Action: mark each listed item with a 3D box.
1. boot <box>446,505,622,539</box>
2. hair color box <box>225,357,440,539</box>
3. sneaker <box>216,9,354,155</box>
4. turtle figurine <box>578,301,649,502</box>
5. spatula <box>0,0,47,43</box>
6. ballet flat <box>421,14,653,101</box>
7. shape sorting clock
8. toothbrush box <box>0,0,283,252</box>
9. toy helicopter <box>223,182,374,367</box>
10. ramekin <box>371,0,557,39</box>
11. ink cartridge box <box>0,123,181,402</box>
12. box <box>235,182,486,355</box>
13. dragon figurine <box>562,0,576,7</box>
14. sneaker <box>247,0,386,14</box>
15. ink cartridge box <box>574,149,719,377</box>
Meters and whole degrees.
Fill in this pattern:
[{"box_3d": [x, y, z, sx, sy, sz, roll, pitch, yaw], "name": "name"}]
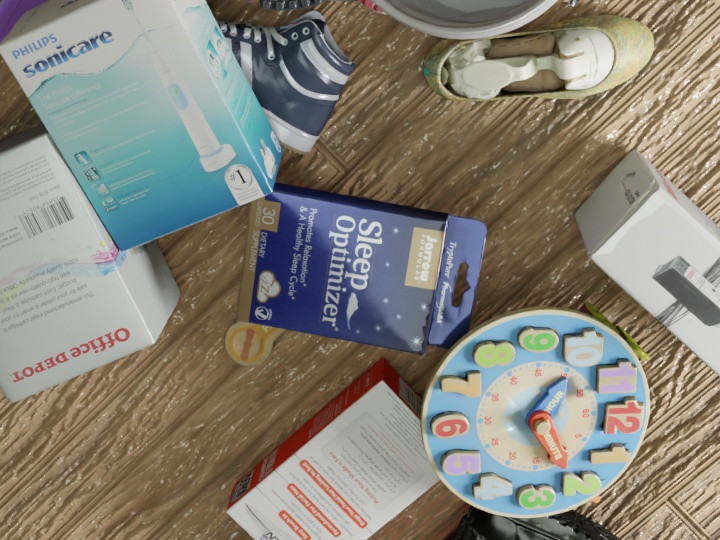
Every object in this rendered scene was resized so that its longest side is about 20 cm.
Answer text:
[{"box_3d": [0.165, 0.302, 1.281, 0.210, 0.079, 0.158, 28, 100, 6], "name": "boot"}, {"box_3d": [-0.016, 0.190, 1.271, 0.200, 0.064, 0.111, -41, 101, 12], "name": "hair color box"}, {"box_3d": [-0.100, -0.196, 1.157, 0.200, 0.070, 0.109, 33, 109, -11], "name": "sneaker"}, {"box_3d": [0.185, 0.115, 1.235, 0.200, 0.064, 0.161, 38, 101, -21], "name": "turtle figurine"}, {"box_3d": [-0.231, -0.180, 1.194, 0.199, 0.021, 0.057, 29, 84, -9], "name": "spatula"}, {"box_3d": [0.151, -0.175, 1.150, 0.199, 0.071, 0.071, -4, 106, 5], "name": "ballet flat"}, {"box_3d": [0.151, 0.126, 1.169, 0.199, 0.039, 0.201, -4, 112, -9], "name": "shape sorting clock"}, {"box_3d": [-0.173, -0.137, 1.099, 0.146, 0.085, 0.200, -21, 117, 15], "name": "toothbrush box"}, {"box_3d": [-0.052, 0.009, 1.214, 0.200, 0.079, 0.132, -41, 98, 17], "name": "toy helicopter"}, {"box_3d": [0.086, -0.272, 1.022, 0.199, 0.105, 0.201, 1, 95, 16], "name": "ramekin"}, {"box_3d": [-0.269, -0.017, 1.182, 0.145, 0.145, 0.201, -21, 104, 9], "name": "ink cartridge box"}, {"box_3d": [0.000, 0.000, 1.147, 0.199, 0.032, 0.122, 10, 107, 3], "name": "box"}, {"box_3d": [0.130, -0.303, 1.115, 0.059, 0.099, 0.200, -38, 82, 15], "name": "dragon figurine"}, {"box_3d": [-0.008, -0.262, 1.134, 0.199, 0.075, 0.081, 1, 117, -10], "name": "sneaker"}, {"box_3d": [0.283, 0.004, 1.153, 0.200, 0.144, 0.084, 42, 105, -8], "name": "ink cartridge box"}]
